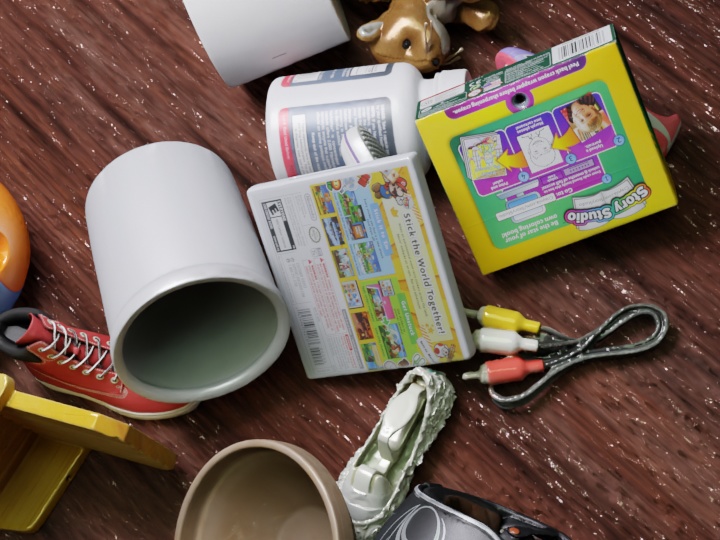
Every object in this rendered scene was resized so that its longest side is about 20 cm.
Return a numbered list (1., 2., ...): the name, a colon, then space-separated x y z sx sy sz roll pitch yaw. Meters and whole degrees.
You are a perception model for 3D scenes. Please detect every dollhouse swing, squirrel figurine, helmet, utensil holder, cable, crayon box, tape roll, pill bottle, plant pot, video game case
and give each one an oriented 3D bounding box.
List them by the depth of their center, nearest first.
1. helmet: 0.086 0.297 1.202 0.199 0.200 0.192 20 91 20
2. plant pot: -0.070 0.257 1.290 0.200 0.092 0.203 -8 77 37
3. cable: 0.190 0.076 1.330 0.198 0.050 0.098 -5 70 14
4. crayon box: 0.175 -0.110 1.331 0.199 0.173 0.058 -20 23 16
5. dollhouse swing: -0.306 0.198 1.333 0.175 0.200 0.182 28 79 22
6. video game case: 0.000 0.000 1.335 0.181 0.023 0.201 -9 106 30
7. utensil holder: -0.173 -0.001 1.371 0.169 0.170 0.201 -26 47 4
8. pill bottle: 0.014 -0.145 1.422 0.198 0.120 0.121 -5 69 13
9. tape roll: -0.109 -0.308 1.471 0.138 0.203 0.204 -20 66 6
10. squirrel figurine: 0.056 -0.301 1.475 0.199 0.141 0.187 34 93 24

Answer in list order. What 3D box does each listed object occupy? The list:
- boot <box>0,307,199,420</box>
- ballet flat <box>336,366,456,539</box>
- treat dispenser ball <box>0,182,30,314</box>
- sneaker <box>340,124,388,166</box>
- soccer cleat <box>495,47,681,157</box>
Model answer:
1. boot: -0.259 0.088 1.393 0.198 0.144 0.073 9 71 16
2. ballet flat: 0.020 0.176 1.331 0.071 0.072 0.201 24 78 21
3. treat dispenser ball: -0.440 -0.020 1.448 0.199 0.201 0.202 -5 69 13
4. sneaker: 0.000 -0.033 1.363 0.114 0.073 0.202 -21 107 13
5. soccer cleat: 0.224 -0.170 1.410 0.200 0.067 0.076 38 73 22
